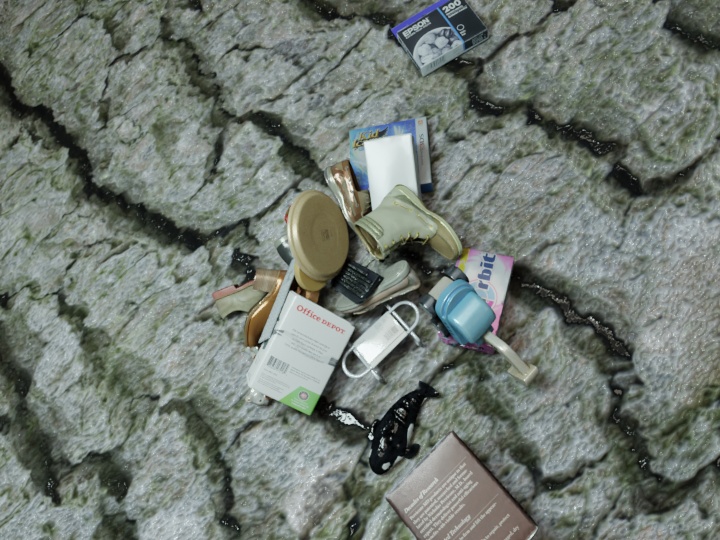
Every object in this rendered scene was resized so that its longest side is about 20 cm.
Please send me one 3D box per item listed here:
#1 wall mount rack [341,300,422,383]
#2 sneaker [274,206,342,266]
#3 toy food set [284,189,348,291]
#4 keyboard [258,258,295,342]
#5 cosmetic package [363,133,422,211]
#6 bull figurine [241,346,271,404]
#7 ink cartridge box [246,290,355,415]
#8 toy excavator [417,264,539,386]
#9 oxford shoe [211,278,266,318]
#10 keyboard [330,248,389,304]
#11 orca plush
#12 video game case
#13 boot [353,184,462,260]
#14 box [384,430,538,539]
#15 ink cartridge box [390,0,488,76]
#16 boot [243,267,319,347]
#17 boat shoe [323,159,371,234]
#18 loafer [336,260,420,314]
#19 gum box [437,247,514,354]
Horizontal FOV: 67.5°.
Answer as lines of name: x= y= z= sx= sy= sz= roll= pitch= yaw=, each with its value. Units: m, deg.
wall mount rack: x=0.030 y=0.131 z=1.139 sx=0.199 sy=0.075 sz=0.174 roll=-42 pitch=67 yaw=-4
sneaker: x=-0.092 y=-0.064 z=1.257 sx=0.198 sy=0.075 sz=0.107 roll=-31 pitch=85 yaw=-8
toy food set: x=-0.091 y=-0.072 z=1.154 sx=0.048 sy=0.203 sz=0.198 roll=-8 pitch=23 yaw=37
keyboard: x=-0.164 y=0.055 z=1.120 sx=0.011 sy=0.056 sz=0.203 roll=27 pitch=60 yaw=-16
cosmetic package: x=0.077 y=-0.193 z=1.201 sx=0.110 sy=0.081 sz=0.205 roll=-5 pitch=94 yaw=13
bull figurine: x=-0.182 y=0.195 z=1.161 sx=0.199 sy=0.065 sz=0.122 roll=-38 pitch=106 yaw=-10
ink cartridge box: x=-0.123 y=0.164 z=1.097 sx=0.144 sy=0.084 sz=0.203 roll=29 pitch=87 yaw=-16
toy excavator: x=0.222 y=0.112 z=0.992 sx=0.100 sy=0.195 sz=0.200 roll=-43 pitch=39 yaw=-5
oxford shoe: x=-0.243 y=0.056 z=1.256 sx=0.196 sy=0.070 sz=0.076 roll=-17 pitch=92 yaw=7
keyboard: x=0.000 y=0.000 z=1.154 sx=0.128 sy=0.021 sz=0.200 roll=-49 pitch=23 yaw=-5
orca plush: x=0.079 y=0.306 z=1.053 sx=0.200 sy=0.071 sz=0.105 roll=-42 pitch=64 yaw=-4
video game case: x=0.071 y=-0.266 z=1.294 sx=0.196 sy=0.046 sz=0.185 roll=-7 pitch=67 yaw=13
boot: x=0.096 y=-0.064 z=1.093 sx=0.200 sy=0.072 sz=0.154 roll=44 pitch=61 yaw=9
box: x=0.176 y=0.416 z=0.931 sx=0.164 sy=0.166 sz=0.200 roll=-43 pitch=64 yaw=-4
ink cartridge box: x=0.200 y=-0.629 z=1.402 sx=0.196 sy=0.043 sz=0.202 roll=-29 pitch=63 yaw=3
boot: x=-0.176 y=0.100 z=1.211 sx=0.152 sy=0.077 sz=0.204 roll=13 pitch=95 yaw=-10
boat shoe: x=-0.008 y=-0.154 z=1.209 sx=0.071 sy=0.076 sz=0.202 roll=-28 pitch=99 yaw=14
loafer: x=0.036 y=0.052 z=1.114 sx=0.198 sy=0.063 sz=0.073 roll=-31 pitch=26 yaw=33
gum box: x=0.238 y=0.066 z=1.105 sx=0.111 sy=0.066 sz=0.204 roll=12 pitch=73 yaw=19
